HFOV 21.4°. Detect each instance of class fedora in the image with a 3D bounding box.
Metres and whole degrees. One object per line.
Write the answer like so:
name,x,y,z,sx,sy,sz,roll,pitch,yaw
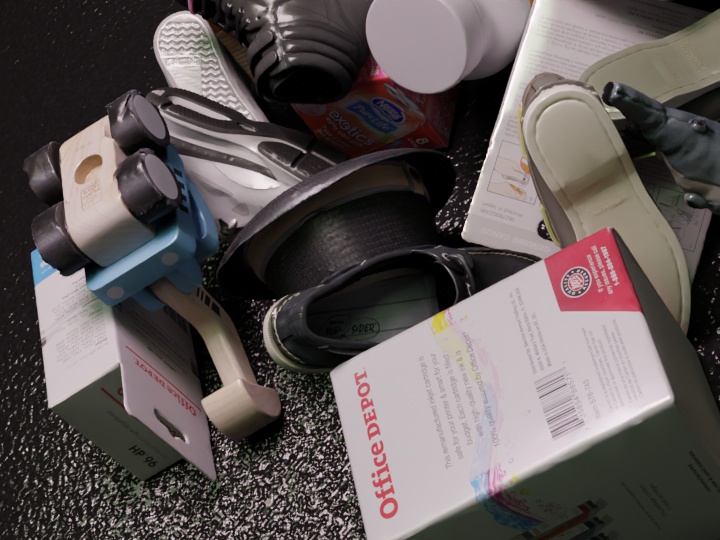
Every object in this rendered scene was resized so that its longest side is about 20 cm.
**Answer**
fedora,0.000,0.000,1.299,0.200,0.201,0.092,-31,72,10

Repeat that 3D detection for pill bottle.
pill bottle,0.088,-0.206,1.378,0.112,0.112,0.200,-1,29,34

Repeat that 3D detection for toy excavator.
toy excavator,-0.132,0.001,1.350,0.100,0.200,0.195,-31,44,17

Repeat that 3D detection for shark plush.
shark plush,0.237,-0.084,1.189,0.083,0.199,0.091,-46,20,42

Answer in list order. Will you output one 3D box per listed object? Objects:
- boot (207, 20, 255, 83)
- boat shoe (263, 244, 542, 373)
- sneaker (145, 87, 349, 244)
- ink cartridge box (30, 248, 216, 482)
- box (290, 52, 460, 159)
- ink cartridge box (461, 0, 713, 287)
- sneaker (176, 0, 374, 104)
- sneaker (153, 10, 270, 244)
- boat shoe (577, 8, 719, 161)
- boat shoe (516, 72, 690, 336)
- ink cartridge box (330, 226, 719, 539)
boot,-0.081,-0.248,1.514,0.073,0.155,0.200,-27,14,21
boat shoe,0.040,0.019,1.195,0.198,0.066,0.075,-5,76,-16
sneaker,-0.082,-0.049,1.422,0.076,0.200,0.116,-57,-10,-66
ink cartridge box,-0.174,0.069,1.386,0.068,0.116,0.200,-31,44,15
box,0.022,-0.190,1.475,0.099,0.096,0.201,-9,52,30
ink cartridge box,0.171,-0.089,1.286,0.160,0.050,0.201,17,82,7
sneaker,-0.082,-0.180,1.373,0.199,0.071,0.100,13,63,3
sneaker,-0.094,-0.103,1.509,0.073,0.118,0.201,-22,80,9
boat shoe,0.236,-0.126,1.237,0.200,0.061,0.072,-18,53,-3
boat shoe,0.153,-0.033,1.199,0.072,0.202,0.060,-24,23,4
ink cartridge box,0.107,0.104,1.143,0.199,0.145,0.146,-27,45,14
